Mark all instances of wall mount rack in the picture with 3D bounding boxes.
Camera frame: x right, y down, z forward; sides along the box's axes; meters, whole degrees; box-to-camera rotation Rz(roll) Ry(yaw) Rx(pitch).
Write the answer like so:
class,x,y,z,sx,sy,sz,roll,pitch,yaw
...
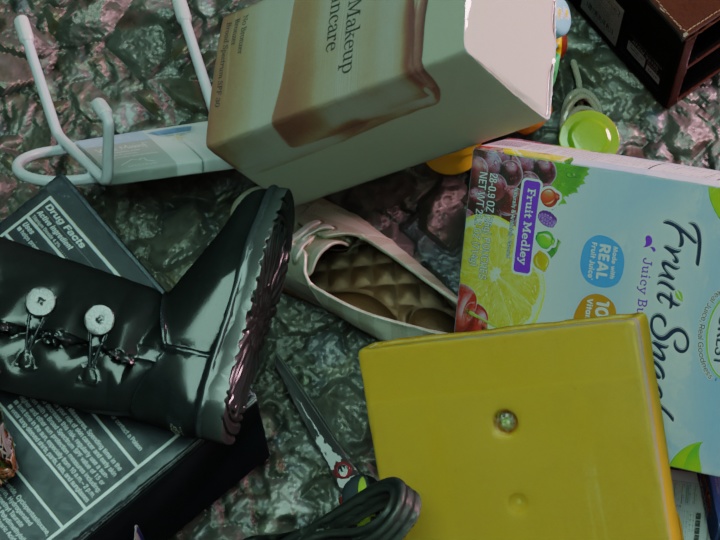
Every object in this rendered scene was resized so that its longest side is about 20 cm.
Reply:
class,x,y,z,sx,sy,sz,roll,pitch,yaw
wall mount rack,-0.141,-0.115,1.452,0.199,0.075,0.174,-9,27,-25

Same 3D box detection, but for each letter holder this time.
class,x,y,z,sx,sy,sz,roll,pitch,yaw
letter holder,0.203,-0.239,1.494,0.142,0.101,0.200,-34,71,-13

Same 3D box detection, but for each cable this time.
class,x,y,z,sx,sy,sz,roll,pitch,yaw
cable,-0.033,0.177,1.312,0.200,0.097,0.050,-34,111,24

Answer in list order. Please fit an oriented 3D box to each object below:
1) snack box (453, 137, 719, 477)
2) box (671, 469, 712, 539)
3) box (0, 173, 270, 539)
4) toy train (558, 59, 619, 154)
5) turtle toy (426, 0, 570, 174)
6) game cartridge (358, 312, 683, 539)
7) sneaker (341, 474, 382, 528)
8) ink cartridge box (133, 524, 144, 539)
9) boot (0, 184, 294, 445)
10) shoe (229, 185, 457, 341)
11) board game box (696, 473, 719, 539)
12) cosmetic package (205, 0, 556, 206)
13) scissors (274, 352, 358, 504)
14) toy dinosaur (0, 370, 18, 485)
class,x,y,z,sx,sy,sz,roll,pitch,yaw
snack box,0.158,0.020,1.291,0.199,0.068,0.169,9,103,21
box,0.166,0.192,1.359,0.199,0.036,0.145,7,69,6
box,-0.193,0.088,1.363,0.198,0.123,0.200,-38,71,-11
toy train,0.142,-0.070,1.419,0.084,0.116,0.201,-2,69,1
turtle toy,0.077,-0.167,1.452,0.101,0.146,0.200,-7,45,-17
game cartridge,0.097,0.132,1.284,0.176,0.032,0.201,-7,97,25
sneaker,-0.018,0.221,1.328,0.081,0.074,0.201,1,73,24
ink cartridge box,-0.146,0.259,1.308,0.039,0.100,0.201,-1,68,3
boot,-0.152,0.006,1.301,0.199,0.066,0.165,12,66,12
shoe,0.000,0.000,1.429,0.200,0.053,0.070,33,73,14
board game box,0.269,0.072,1.380,0.135,0.035,0.201,-4,57,-2
cosmetic package,0.011,-0.122,1.318,0.199,0.087,0.104,-18,53,35
scissors,0.001,0.136,1.399,0.073,0.014,0.201,-15,68,-1
toy dinosaur,-0.284,0.059,1.244,0.136,0.102,0.200,-39,91,6
